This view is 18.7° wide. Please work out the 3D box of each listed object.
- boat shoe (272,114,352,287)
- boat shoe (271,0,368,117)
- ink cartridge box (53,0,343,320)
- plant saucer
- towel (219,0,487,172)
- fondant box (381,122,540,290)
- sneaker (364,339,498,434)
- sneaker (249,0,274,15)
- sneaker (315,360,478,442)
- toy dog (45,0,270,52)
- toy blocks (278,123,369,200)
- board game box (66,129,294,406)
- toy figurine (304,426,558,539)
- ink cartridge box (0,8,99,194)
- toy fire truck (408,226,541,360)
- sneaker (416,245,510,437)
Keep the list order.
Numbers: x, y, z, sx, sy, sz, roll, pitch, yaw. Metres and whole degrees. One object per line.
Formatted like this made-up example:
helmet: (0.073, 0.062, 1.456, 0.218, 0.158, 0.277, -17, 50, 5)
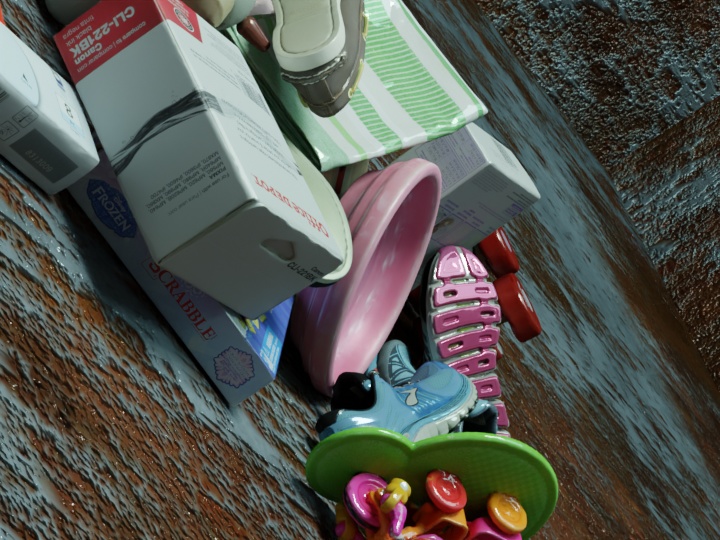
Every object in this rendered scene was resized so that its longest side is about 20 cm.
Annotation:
boat shoe: (-0.076, -0.056, 1.596, 0.074, 0.066, 0.200, -16, 61, -43)
boat shoe: (-0.027, -0.187, 1.662, 0.200, 0.072, 0.060, -88, 159, -57)
ink cartridge box: (-0.109, -0.081, 1.487, 0.200, 0.084, 0.144, 62, 13, 27)
plant saucer: (0.000, 0.000, 1.725, 0.051, 0.201, 0.200, 24, 7, 12)
towel: (-0.005, -0.155, 1.712, 0.200, 0.023, 0.153, -18, 65, -46)
fondant box: (0.042, -0.041, 1.882, 0.058, 0.200, 0.144, 58, 12, 21)
sneaker: (0.071, 0.130, 1.814, 0.079, 0.095, 0.200, 42, 19, -50)
sneaker: (-0.112, -0.165, 1.759, 0.105, 0.200, 0.075, 37, -25, 5)
sneaker: (0.026, 0.104, 1.693, 0.090, 0.078, 0.200, 50, 26, 0)
toy dog: (-0.138, -0.197, 1.628, 0.200, 0.132, 0.096, 16, -40, 54)
toy blocks: (-0.043, -0.051, 1.752, 0.100, 0.137, 0.200, 15, 11, 12)
board game box: (-0.125, -0.024, 1.575, 0.200, 0.041, 0.200, 54, 13, -14)
toy figurine: (0.057, 0.221, 1.522, 0.200, 0.150, 0.184, 24, 38, -28)
ink cartridge box: (-0.251, -0.165, 1.430, 0.160, 0.047, 0.200, 43, 20, -48)
toy fire truck: (0.083, -0.006, 2.096, 0.168, 0.112, 0.200, 55, 13, -48)
sneaker: (0.076, 0.080, 1.901, 0.087, 0.074, 0.201, -6, -88, 59)
